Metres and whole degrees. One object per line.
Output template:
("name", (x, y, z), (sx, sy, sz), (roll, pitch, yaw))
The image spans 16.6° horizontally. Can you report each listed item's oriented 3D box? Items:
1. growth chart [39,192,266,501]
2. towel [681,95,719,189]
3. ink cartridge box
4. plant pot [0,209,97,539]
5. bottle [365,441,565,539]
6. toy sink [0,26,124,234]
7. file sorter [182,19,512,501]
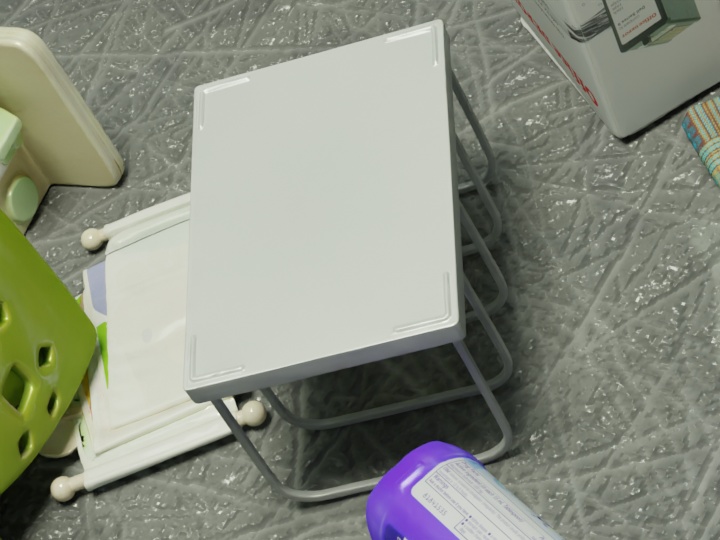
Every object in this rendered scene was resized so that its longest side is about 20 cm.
("growth chart", (-0.112, 0.031, 1.367), (0.144, 0.018, 0.201), (-16, 47, 16))
("towel", (0.259, -0.049, 1.236), (0.146, 0.022, 0.200), (-28, 45, 3))
("ink cartridge box", (0.115, -0.192, 1.309), (0.084, 0.200, 0.146), (-29, 45, -2))
("plant pot", (-0.283, 0.060, 1.289), (0.198, 0.200, 0.182), (-13, 44, 27))
("bottle", (0.083, 0.156, 1.111), (0.065, 0.084, 0.200), (-41, 45, -10))
("toy sink", (-0.262, -0.059, 1.446), (0.199, 0.131, 0.112), (5, 55, 30))
("file sorter", (0.000, 0.000, 1.258), (0.138, 0.125, 0.201), (-14, 48, 15))
